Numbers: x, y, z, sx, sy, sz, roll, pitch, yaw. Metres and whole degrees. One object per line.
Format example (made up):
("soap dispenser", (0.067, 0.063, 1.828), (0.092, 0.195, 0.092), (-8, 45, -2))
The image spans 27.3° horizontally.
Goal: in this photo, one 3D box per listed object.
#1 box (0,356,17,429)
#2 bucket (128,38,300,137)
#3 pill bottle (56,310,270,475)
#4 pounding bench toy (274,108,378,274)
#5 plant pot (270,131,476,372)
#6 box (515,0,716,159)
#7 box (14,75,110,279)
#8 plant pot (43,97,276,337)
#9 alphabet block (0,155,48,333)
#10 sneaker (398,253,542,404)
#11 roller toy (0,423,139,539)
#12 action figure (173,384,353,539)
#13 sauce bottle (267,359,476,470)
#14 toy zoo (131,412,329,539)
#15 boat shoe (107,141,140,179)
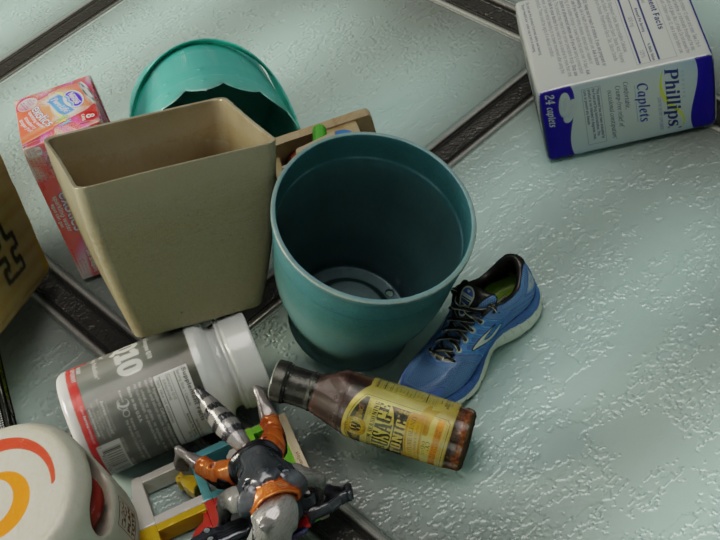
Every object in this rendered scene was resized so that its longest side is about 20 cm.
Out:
("box", (-0.474, 0.160, 1.590), (0.198, 0.048, 0.194), (-22, 40, -6))
("bucket", (-0.174, -0.158, 1.712), (0.205, 0.209, 0.135), (-20, 39, -3))
("pill bottle", (-0.195, 0.120, 1.493), (0.198, 0.115, 0.114), (-22, 44, -6))
("pounding bench toy", (-0.031, -0.105, 1.605), (0.123, 0.201, 0.157), (-18, 44, 0))
("plant pot", (0.000, 0.000, 1.478), (0.198, 0.189, 0.202), (5, 55, -7))
("box", (0.293, -0.240, 1.710), (0.198, 0.106, 0.185), (-12, 43, 7))
("box", (-0.313, -0.105, 1.692), (0.094, 0.201, 0.103), (-19, 41, -3))
("plant pot", (-0.192, -0.050, 1.500), (0.198, 0.179, 0.200), (-15, 24, -16))
("alphabet block", (-0.484, -0.019, 1.613), (0.193, 0.198, 0.200), (-14, 21, 12))
("sneaker", (0.102, 0.056, 1.483), (0.078, 0.090, 0.200), (24, 59, 35))
("roller toy", (-0.303, 0.251, 1.377), (0.199, 0.140, 0.183), (19, 64, 38))
("action figure", (-0.120, 0.200, 1.371), (0.199, 0.105, 0.193), (-27, 34, -15))
("sauce bottle", (0.010, 0.135, 1.416), (0.198, 0.066, 0.066), (15, 50, 9))
("toy zoo", (-0.142, 0.227, 1.437), (0.198, 0.021, 0.132), (-24, 44, -7))
("boat shoe", (-0.232, -0.067, 1.632), (0.067, 0.202, 0.072), (-13, 37, -5))
